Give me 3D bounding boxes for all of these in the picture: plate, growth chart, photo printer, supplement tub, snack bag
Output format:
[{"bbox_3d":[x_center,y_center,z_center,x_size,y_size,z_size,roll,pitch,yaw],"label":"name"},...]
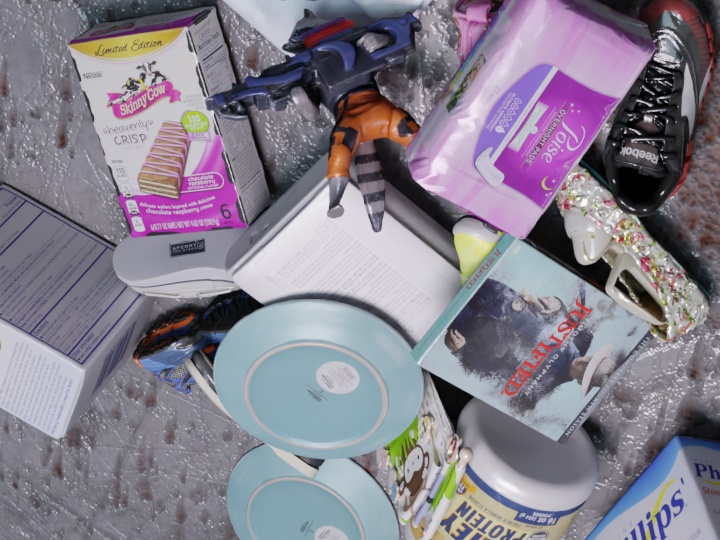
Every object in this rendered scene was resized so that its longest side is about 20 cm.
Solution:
[{"bbox_3d":[-0.055,0.270,1.855,0.198,0.026,0.202,10,122,17],"label":"plate"},{"bbox_3d":[-0.040,0.111,1.628,0.198,0.026,0.201,4,129,5],"label":"plate"},{"bbox_3d":[0.052,0.170,1.669,0.018,0.200,0.146,7,120,-23],"label":"growth chart"},{"bbox_3d":[0.000,0.000,1.610,0.199,0.070,0.166,37,115,-22],"label":"photo printer"},{"bbox_3d":[0.128,0.228,1.681,0.144,0.145,0.201,28,126,4],"label":"supplement tub"},{"bbox_3d":[-0.035,-0.265,1.524,0.188,0.021,0.200,41,126,-5],"label":"snack bag"}]

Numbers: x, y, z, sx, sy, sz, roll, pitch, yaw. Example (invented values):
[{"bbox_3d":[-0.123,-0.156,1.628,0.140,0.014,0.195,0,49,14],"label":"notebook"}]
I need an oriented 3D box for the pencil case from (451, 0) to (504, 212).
[{"bbox_3d":[0.121,-0.143,1.492,0.082,0.087,0.202,-1,119,3],"label":"pencil case"}]

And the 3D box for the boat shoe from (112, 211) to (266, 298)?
[{"bbox_3d":[-0.139,-0.007,1.696,0.198,0.073,0.066,-10,156,7],"label":"boat shoe"}]

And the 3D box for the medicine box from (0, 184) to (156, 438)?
[{"bbox_3d":[-0.328,0.037,1.728,0.199,0.182,0.103,29,126,4],"label":"medicine box"}]

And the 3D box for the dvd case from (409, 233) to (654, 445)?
[{"bbox_3d":[0.159,0.063,1.555,0.199,0.022,0.146,30,105,-35],"label":"dvd case"}]

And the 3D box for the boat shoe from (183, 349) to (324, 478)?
[{"bbox_3d":[-0.096,0.129,1.729,0.068,0.072,0.200,-48,124,3],"label":"boat shoe"}]

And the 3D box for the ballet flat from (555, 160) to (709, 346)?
[{"bbox_3d":[0.229,-0.014,1.532,0.200,0.064,0.076,45,164,-8],"label":"ballet flat"}]

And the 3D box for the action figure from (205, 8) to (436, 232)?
[{"bbox_3d":[-0.030,-0.132,1.500,0.198,0.195,0.105,-16,161,-8],"label":"action figure"}]

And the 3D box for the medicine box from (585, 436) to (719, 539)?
[{"bbox_3d":[0.307,0.288,1.592,0.102,0.201,0.183,12,131,-26],"label":"medicine box"}]

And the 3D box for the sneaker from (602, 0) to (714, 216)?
[{"bbox_3d":[0.246,-0.131,1.443,0.070,0.098,0.202,15,123,15],"label":"sneaker"}]

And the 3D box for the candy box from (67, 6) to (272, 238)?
[{"bbox_3d":[-0.176,-0.136,1.628,0.135,0.061,0.202,-5,114,27],"label":"candy box"}]

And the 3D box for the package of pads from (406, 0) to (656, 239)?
[{"bbox_3d":[0.136,-0.136,1.405,0.120,0.076,0.201,26,112,-17],"label":"package of pads"}]

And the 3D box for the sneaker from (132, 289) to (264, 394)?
[{"bbox_3d":[-0.133,0.071,1.748,0.199,0.076,0.079,-17,126,35],"label":"sneaker"}]

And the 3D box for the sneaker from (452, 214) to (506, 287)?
[{"bbox_3d":[0.126,0.032,1.566,0.075,0.077,0.201,14,145,36],"label":"sneaker"}]
